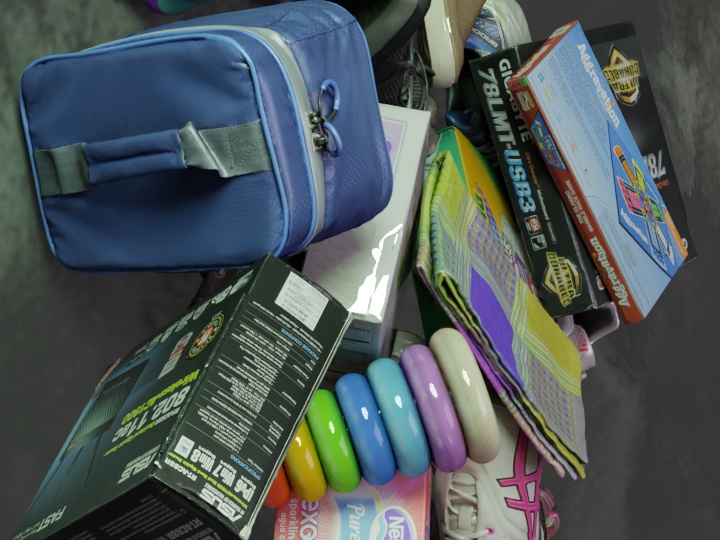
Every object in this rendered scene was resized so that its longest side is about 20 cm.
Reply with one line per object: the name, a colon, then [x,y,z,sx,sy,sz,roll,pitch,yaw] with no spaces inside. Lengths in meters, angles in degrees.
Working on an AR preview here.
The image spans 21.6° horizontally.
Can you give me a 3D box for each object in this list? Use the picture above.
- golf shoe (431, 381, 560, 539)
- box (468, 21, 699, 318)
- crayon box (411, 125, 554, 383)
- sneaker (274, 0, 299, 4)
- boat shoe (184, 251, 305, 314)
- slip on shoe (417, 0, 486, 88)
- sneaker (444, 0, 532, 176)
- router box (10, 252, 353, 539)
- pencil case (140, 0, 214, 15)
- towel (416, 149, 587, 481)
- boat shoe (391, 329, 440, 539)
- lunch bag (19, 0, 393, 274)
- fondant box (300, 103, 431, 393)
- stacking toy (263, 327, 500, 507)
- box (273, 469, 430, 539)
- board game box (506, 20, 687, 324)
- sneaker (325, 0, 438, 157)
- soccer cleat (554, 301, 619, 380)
golf shoe: [0.086,0.154,1.275,0.092,0.072,0.200,-63,146,-36]
box: [0.174,-0.080,1.427,0.200,0.050,0.199,-19,91,-55]
crayon box: [0.087,0.010,1.360,0.119,0.058,0.200,41,32,-49]
sneaker: [-0.013,-0.173,1.271,0.200,0.078,0.140,-27,109,-53]
boat shoe: [-0.072,-0.008,1.163,0.075,0.073,0.200,97,10,-63]
slip on shoe: [0.070,-0.210,1.354,0.200,0.060,0.076,-90,178,-45]
sneaker: [0.103,-0.110,1.454,0.085,0.077,0.200,-38,109,-46]
router box: [-0.103,0.094,1.014,0.062,0.200,0.150,37,52,-16]
pencil case: [-0.051,-0.204,1.107,0.092,0.200,0.085,-54,128,-43]
towel: [0.097,0.030,1.243,0.200,0.023,0.144,55,23,-27]
boat shoe: [0.040,0.140,1.334,0.069,0.071,0.200,-44,125,-50]
lunch bag: [-0.086,-0.069,1.047,0.132,0.200,0.136,-27,108,-51]
fondant box: [0.000,0.000,1.212,0.200,0.058,0.145,95,8,-67]
stacking toy: [-0.021,0.104,1.130,0.085,0.200,0.086,161,-90,-86]
box: [-0.005,0.189,1.178,0.103,0.094,0.200,85,7,-56]
board game box: [0.174,-0.071,1.366,0.103,0.019,0.200,-46,114,-48]
sneaker: [0.018,-0.132,1.186,0.114,0.199,0.076,14,60,-20]
soccer cleat: [0.134,0.074,1.465,0.200,0.085,0.069,-43,122,-49]
